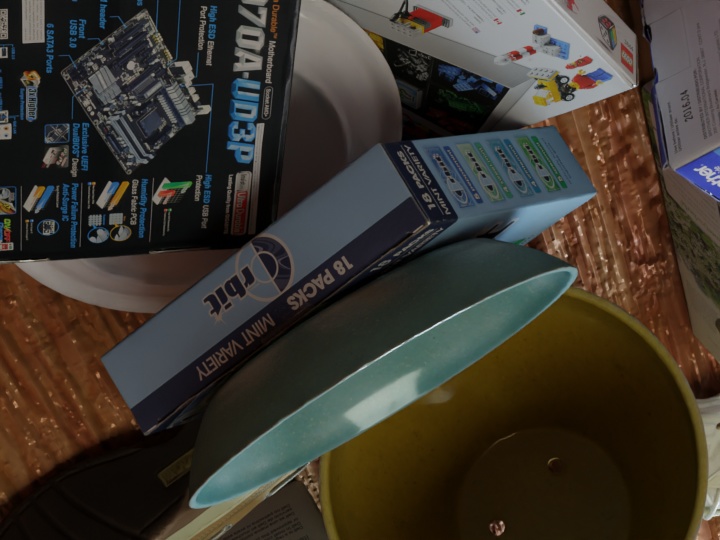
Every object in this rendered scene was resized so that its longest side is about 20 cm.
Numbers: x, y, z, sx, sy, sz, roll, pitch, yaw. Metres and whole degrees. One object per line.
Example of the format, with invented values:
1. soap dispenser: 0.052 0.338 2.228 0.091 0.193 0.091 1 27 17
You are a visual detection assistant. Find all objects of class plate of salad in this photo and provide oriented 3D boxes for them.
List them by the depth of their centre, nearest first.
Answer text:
1. plate of salad: -0.080 -0.059 0.976 0.199 0.048 0.201 -9 135 -9

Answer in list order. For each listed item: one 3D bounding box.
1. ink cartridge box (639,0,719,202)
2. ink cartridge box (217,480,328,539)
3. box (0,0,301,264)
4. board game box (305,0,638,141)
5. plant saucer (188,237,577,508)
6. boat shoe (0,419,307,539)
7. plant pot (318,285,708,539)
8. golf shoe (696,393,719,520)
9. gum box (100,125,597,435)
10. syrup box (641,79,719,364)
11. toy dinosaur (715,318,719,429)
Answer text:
1. ink cartridge box: 0.210 -0.117 1.008 0.200 0.137 0.076 -27 142 33
2. ink cartridge box: -0.046 0.230 1.123 0.146 0.200 0.083 -26 134 -8
3. box: -0.107 -0.090 0.870 0.158 0.046 0.201 -5 134 -13
4. board game box: 0.021 -0.124 0.955 0.126 0.035 0.200 -18 143 31
5. plant saucer: 0.003 0.039 0.942 0.200 0.036 0.200 -30 169 -6
6. boat shoe: -0.101 0.128 1.108 0.199 0.072 0.076 -29 145 -6
7. plant pot: 0.091 0.120 1.142 0.200 0.200 0.142 -36 159 1
8. golf shoe: 0.211 0.115 1.254 0.199 0.092 0.075 -27 134 -6
9. gum box: 0.000 0.000 0.980 0.170 0.045 0.200 -36 170 25
10. syrup box: 0.219 -0.025 1.156 0.081 0.079 0.200 -28 134 -7
11. toy dinosaur: 0.271 0.027 1.119 0.135 0.086 0.200 -4 132 -36
